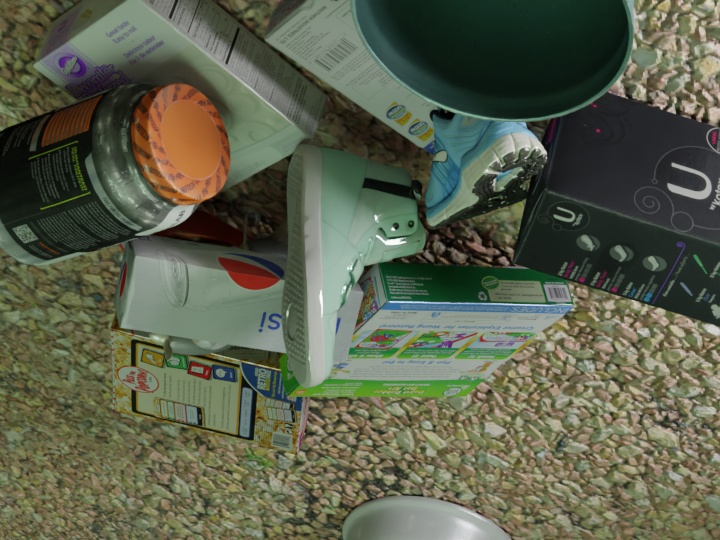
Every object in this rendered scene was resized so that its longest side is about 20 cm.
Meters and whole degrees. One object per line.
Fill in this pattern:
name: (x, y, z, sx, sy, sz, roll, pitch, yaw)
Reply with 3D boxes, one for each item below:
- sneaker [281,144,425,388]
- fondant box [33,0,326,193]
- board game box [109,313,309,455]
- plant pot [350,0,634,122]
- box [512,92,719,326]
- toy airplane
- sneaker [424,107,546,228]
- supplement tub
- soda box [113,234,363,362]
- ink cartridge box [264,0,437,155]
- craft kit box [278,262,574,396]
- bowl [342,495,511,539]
sneaker: (0.000, 0.000, 1.647, 0.118, 0.201, 0.074, 7, 167, -19)
fondant box: (-0.149, -0.158, 1.674, 0.200, 0.058, 0.144, 39, 138, -26)
board game box: (-0.150, 0.107, 2.021, 0.199, 0.046, 0.152, 13, 143, 3)
plant pot: (0.104, -0.223, 1.434, 0.200, 0.134, 0.201, 9, 142, 7)
box: (0.238, -0.050, 1.616, 0.199, 0.122, 0.106, 16, 144, -2)
toy airplane: (-0.112, 0.018, 1.815, 0.199, 0.141, 0.200, 1, 140, 18)
sneaker: (0.092, -0.096, 1.598, 0.078, 0.090, 0.200, -17, 168, -17)
supplement tub: (-0.211, -0.081, 1.645, 0.200, 0.123, 0.123, -14, 134, 37)
soda box: (-0.103, 0.022, 1.694, 0.199, 0.063, 0.068, 10, 108, -15)
ink cartridge box: (0.037, -0.169, 1.605, 0.200, 0.042, 0.119, 35, 139, -21)
craft kit box: (0.058, 0.057, 1.816, 0.200, 0.049, 0.198, 3, 149, -31)
bowl: (0.069, 0.338, 2.203, 0.200, 0.091, 0.201, 10, 143, 7)
